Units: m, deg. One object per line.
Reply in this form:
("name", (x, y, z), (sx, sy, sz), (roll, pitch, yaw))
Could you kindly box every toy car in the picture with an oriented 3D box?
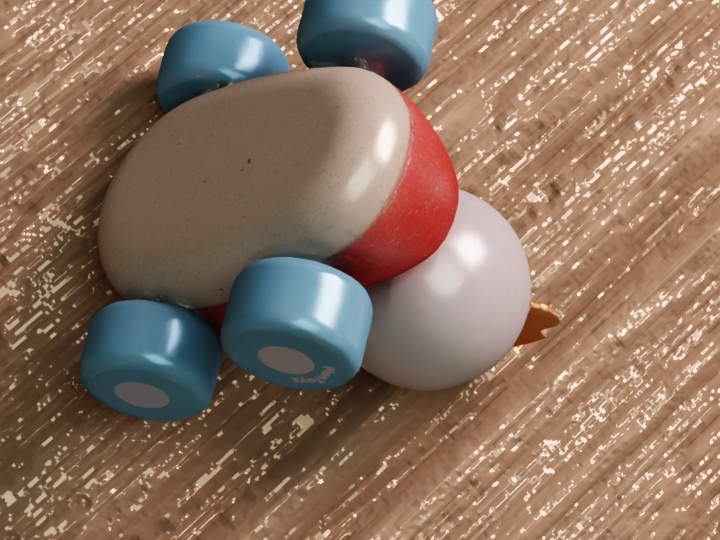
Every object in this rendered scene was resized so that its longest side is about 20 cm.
("toy car", (0.000, 0.000, 1.103), (0.200, 0.177, 0.184), (36, 53, -37))
